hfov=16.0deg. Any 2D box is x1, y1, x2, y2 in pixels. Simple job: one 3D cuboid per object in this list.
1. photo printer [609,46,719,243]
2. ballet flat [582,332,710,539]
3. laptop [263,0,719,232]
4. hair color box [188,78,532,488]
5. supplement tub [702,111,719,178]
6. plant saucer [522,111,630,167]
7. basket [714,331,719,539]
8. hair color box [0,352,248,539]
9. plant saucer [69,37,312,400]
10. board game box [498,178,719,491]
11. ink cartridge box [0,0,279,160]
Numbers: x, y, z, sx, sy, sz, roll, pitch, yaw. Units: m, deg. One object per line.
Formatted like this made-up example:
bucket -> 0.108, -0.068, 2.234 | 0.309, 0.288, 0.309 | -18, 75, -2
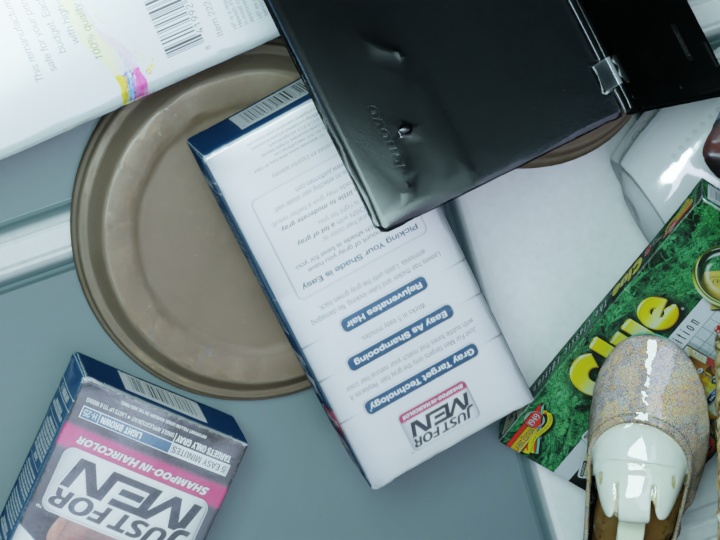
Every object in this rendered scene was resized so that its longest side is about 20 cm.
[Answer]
photo printer -> 0.244, -0.035, 1.412 | 0.166, 0.069, 0.201 | -35, 107, -3
ballet flat -> 0.151, 0.129, 1.390 | 0.068, 0.067, 0.201 | 7, 126, 10
laptop -> 0.060, -0.138, 1.261 | 0.116, 0.200, 0.188 | -30, 82, 31
hair color box -> 0.000, 0.000, 1.335 | 0.100, 0.061, 0.201 | -28, 106, -5
supplement tub -> 0.264, -0.121, 1.312 | 0.107, 0.107, 0.201 | 29, 87, -16
plant saucer -> 0.070, -0.150, 1.301 | 0.199, 0.029, 0.201 | 9, 67, -22
basket -> 0.258, 0.146, 1.340 | 0.142, 0.149, 0.201 | -2, 127, 8
hair color box -> -0.147, 0.157, 1.373 | 0.100, 0.061, 0.201 | 23, 97, -15
plant saucer -> -0.056, -0.025, 1.372 | 0.199, 0.029, 0.202 | -3, 102, -13
board game box -> 0.170, 0.048, 1.386 | 0.104, 0.024, 0.200 | 30, 124, -9
ink cartridge box -> -0.150, -0.150, 1.290 | 0.199, 0.085, 0.145 | -24, 99, -7
